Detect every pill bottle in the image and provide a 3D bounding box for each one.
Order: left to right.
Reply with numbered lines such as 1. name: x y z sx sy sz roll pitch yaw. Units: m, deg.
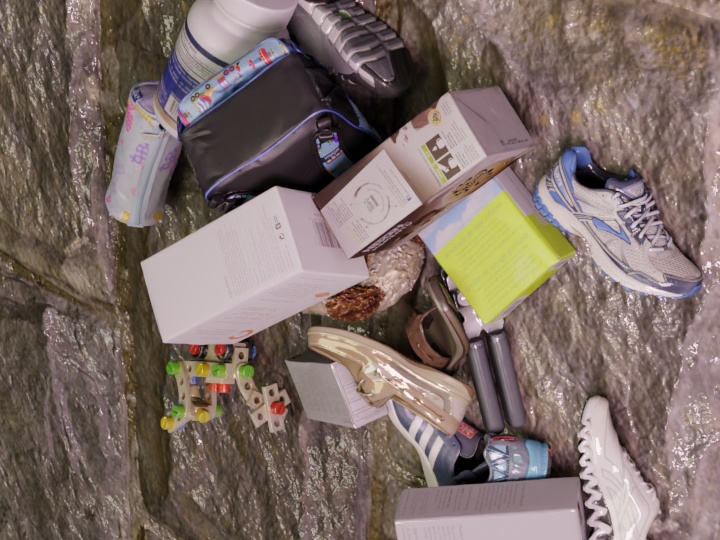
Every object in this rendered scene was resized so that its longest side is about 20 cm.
1. pill bottle: -0.147 -0.242 1.656 0.120 0.120 0.200 47 131 18

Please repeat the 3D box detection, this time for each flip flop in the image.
1. flip flop: 0.078 0.073 1.647 0.200 0.058 0.081 99 151 -66

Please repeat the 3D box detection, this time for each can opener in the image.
1. can opener: 0.139 0.084 1.658 0.066 0.053 0.200 -154 47 -78

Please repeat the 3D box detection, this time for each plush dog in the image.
1. plush dog: 0.000 0.000 1.683 0.160 0.200 0.172 43 157 -27

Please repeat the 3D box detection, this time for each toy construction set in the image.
1. toy construction set: -0.186 0.157 1.976 0.200 0.092 0.131 1 85 37

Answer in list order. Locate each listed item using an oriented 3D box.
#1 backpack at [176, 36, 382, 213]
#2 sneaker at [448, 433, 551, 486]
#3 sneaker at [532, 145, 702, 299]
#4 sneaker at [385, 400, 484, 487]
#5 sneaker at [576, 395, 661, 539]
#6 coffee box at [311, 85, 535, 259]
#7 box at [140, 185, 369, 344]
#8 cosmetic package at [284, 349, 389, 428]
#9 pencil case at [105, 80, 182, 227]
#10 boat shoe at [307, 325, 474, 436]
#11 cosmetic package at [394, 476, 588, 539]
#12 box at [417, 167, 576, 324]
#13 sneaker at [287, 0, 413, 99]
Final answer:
1. backpack: -0.079 -0.142 1.601 0.183 0.200 0.135 -34 70 17
2. sneaker: 0.139 0.263 1.671 0.095 0.079 0.200 21 112 -5
3. sneaker: 0.257 -0.050 1.451 0.200 0.077 0.085 40 128 24
4. sneaker: 0.099 0.183 1.725 0.084 0.075 0.200 -22 99 43
5. sneaker: 0.275 0.229 1.577 0.081 0.075 0.200 -8 94 13
6. coffee box: 0.063 -0.100 1.516 0.200 0.113 0.080 -36 79 31
7. box: -0.113 -0.001 1.576 0.200 0.124 0.098 -27 73 30
8. cosmetic package: -0.030 0.139 1.789 0.083 0.051 0.200 71 162 -5
9. pencil case: -0.275 -0.150 1.924 0.091 0.083 0.200 63 144 36
10. boat shoe: 0.026 0.122 1.655 0.200 0.065 0.072 25 170 0
11. cosmetic package: 0.144 0.288 1.599 0.200 0.074 0.102 -6 113 13
12. box: 0.122 -0.057 1.583 0.122 0.048 0.200 -45 75 33
13. sneaker: -0.019 -0.232 1.649 0.200 0.075 0.116 52 142 28
